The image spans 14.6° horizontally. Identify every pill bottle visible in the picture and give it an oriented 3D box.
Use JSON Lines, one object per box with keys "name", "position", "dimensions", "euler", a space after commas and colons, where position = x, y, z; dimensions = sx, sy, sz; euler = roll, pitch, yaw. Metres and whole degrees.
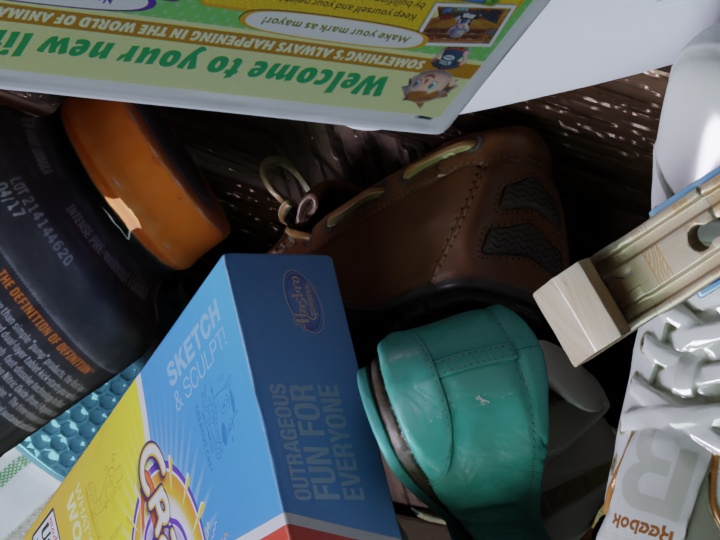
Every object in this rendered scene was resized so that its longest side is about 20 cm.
{"name": "pill bottle", "position": [-0.144, 0.014, 0.977], "dimensions": [0.106, 0.200, 0.106], "euler": [55, -175, -7]}

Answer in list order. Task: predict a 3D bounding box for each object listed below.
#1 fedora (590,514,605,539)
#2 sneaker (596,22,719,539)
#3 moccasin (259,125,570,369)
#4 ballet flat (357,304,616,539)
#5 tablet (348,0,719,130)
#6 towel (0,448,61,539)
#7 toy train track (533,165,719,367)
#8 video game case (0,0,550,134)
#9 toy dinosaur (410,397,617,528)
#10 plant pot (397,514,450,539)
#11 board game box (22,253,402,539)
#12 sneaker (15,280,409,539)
{"name": "fedora", "position": [0.135, 0.105, 0.938], "dimensions": [0.092, 0.200, 0.201], "euler": [63, 154, 8]}
{"name": "sneaker", "position": [0.104, 0.035, 0.775], "dimensions": [0.073, 0.084, 0.201], "euler": [11, 119, 43]}
{"name": "moccasin", "position": [-0.001, 0.000, 0.964], "dimensions": [0.073, 0.078, 0.201], "euler": [16, 156, -23]}
{"name": "ballet flat", "position": [0.052, 0.063, 0.924], "dimensions": [0.070, 0.068, 0.200], "euler": [-19, 158, 4]}
{"name": "tablet", "position": [0.023, -0.098, 0.724], "dimensions": [0.129, 0.014, 0.200], "euler": [-12, 149, 15]}
{"name": "towel", "position": [-0.178, 0.101, 1.124], "dimensions": [0.149, 0.031, 0.200], "euler": [-39, 117, 20]}
{"name": "toy train track", "position": [0.120, -0.030, 0.706], "dimensions": [0.200, 0.032, 0.115], "euler": [-34, 82, 32]}
{"name": "video game case", "position": [-0.013, -0.104, 0.632], "dimensions": [0.199, 0.022, 0.182], "euler": [3, 139, -38]}
{"name": "toy dinosaur", "position": [0.072, 0.073, 1.023], "dimensions": [0.101, 0.058, 0.200], "euler": [-2, 138, 48]}
{"name": "plant pot", "position": [0.021, 0.214, 1.187], "dimensions": [0.199, 0.178, 0.200], "euler": [8, 146, 41]}
{"name": "board game box", "position": [-0.050, 0.110, 0.928], "dimensions": [0.040, 0.154, 0.200], "euler": [2, 147, -28]}
{"name": "sneaker", "position": [-0.054, 0.068, 1.105], "dimensions": [0.200, 0.080, 0.131], "euler": [41, -170, -14]}
